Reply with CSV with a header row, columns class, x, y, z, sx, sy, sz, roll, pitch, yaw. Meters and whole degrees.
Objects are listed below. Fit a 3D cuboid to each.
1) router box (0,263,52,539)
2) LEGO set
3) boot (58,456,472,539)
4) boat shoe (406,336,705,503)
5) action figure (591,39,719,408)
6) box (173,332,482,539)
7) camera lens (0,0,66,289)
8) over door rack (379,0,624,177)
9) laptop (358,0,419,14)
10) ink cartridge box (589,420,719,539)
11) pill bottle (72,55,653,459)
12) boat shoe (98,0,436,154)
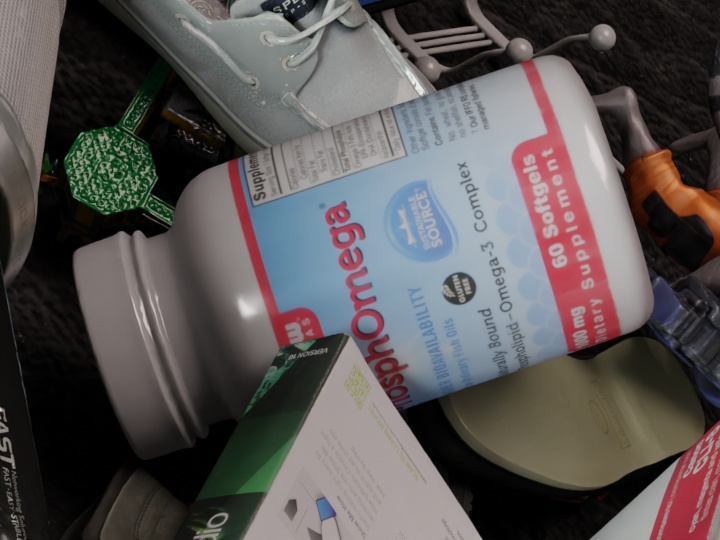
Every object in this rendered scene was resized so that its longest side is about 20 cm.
class,x,y,z,sx,sy,sz,roll,pitch,yaw
router box,-0.176,0.073,0.823,0.062,0.200,0.151,16,45,-37
LEGO set,-0.033,-0.027,1.148,0.199,0.116,0.155,22,70,-4
boot,-0.040,0.107,1.029,0.130,0.068,0.200,34,37,-2
boat shoe,0.074,0.065,1.133,0.201,0.063,0.074,2,62,-60
action figure,0.166,-0.006,1.191,0.194,0.104,0.200,56,10,26
box,-0.016,0.140,0.919,0.145,0.036,0.200,57,38,-26
camera lens,-0.189,-0.080,0.992,0.159,0.160,0.201,24,41,-22
over door rack,0.074,-0.064,1.287,0.147,0.067,0.201,-14,64,-47
laptop,-0.042,-0.185,1.245,0.199,0.103,0.178,34,26,-11
ink cartridge box,0.123,0.179,0.991,0.145,0.200,0.145,38,36,-8
pill bottle,0.000,0.000,1.018,0.109,0.199,0.109,-19,90,-88
boat shoe,-0.039,-0.098,1.067,0.201,0.072,0.070,39,69,2
